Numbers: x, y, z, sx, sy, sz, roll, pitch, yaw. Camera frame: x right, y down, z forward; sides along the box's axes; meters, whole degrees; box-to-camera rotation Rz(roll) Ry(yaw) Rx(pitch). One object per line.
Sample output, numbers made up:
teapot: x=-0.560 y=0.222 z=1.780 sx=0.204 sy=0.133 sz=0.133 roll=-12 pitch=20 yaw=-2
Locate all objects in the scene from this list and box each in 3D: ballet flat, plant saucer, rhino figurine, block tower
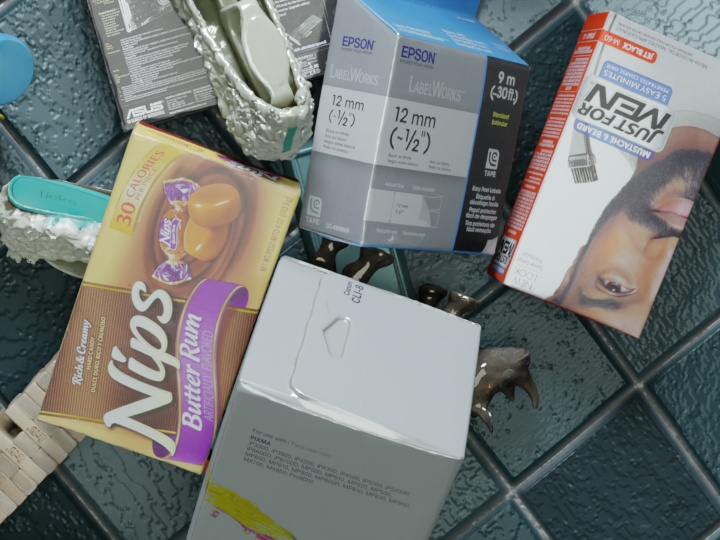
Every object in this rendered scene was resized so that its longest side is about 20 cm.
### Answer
ballet flat: x=-0.156 y=-0.019 z=1.032 sx=0.197 sy=0.072 sz=0.073 roll=12 pitch=95 yaw=-4
ballet flat: x=-0.078 y=-0.168 z=0.934 sx=0.071 sy=0.072 sz=0.202 roll=-26 pitch=83 yaw=-2
plant saucer: x=0.000 y=0.000 z=1.064 sx=0.069 sy=0.019 sz=0.203 roll=-15 pitch=98 yaw=-3
rhino figurine: x=0.043 y=0.053 z=1.036 sx=0.198 sy=0.060 sz=0.088 roll=28 pitch=85 yaw=-19
block tower: x=-0.227 y=0.111 z=1.036 sx=0.054 sy=0.058 sz=0.200 roll=44 pitch=92 yaw=-7

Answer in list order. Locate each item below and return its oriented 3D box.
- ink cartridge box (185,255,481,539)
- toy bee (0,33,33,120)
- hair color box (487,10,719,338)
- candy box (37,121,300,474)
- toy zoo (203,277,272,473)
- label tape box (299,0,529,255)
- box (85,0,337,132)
ink cartridge box: x=-0.023 y=0.125 z=0.948 sx=0.143 sy=0.146 sz=0.202 roll=18 pitch=123 yaw=-2
toy bee: x=-0.276 y=-0.152 z=0.973 sx=0.108 sy=0.130 sz=0.203 roll=4 pitch=91 yaw=-46
hair color box: x=0.180 y=-0.068 z=1.051 sx=0.110 sy=0.064 sz=0.202 roll=20 pitch=95 yaw=-8
candy box: x=-0.125 y=0.018 z=0.971 sx=0.115 sy=0.056 sz=0.202 roll=20 pitch=99 yaw=-8
toy zoo: x=-0.045 y=0.122 z=1.062 sx=0.131 sy=0.020 sz=0.200 roll=-40 pitch=98 yaw=8
label tape box: x=0.044 y=-0.116 z=0.993 sx=0.142 sy=0.066 sz=0.203 roll=3 pitch=101 yaw=-47
box: x=-0.090 y=-0.197 z=1.017 sx=0.197 sy=0.050 sz=0.160 roll=-17 pitch=97 yaw=-4
